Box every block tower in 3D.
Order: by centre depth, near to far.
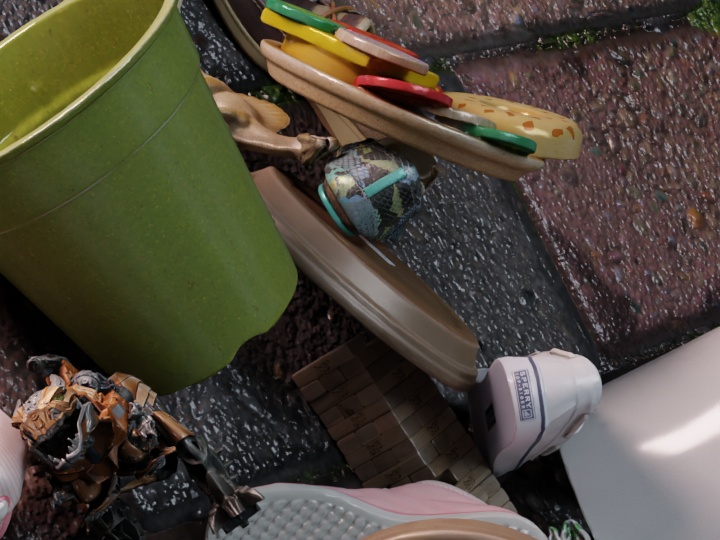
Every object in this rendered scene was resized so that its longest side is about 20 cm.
[{"bbox_3d":[0.042,0.129,1.717,0.200,0.054,0.058,56,36,-1],"label":"block tower"}]

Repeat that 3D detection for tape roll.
[{"bbox_3d":[0.232,0.148,1.784,0.203,0.139,0.203,57,13,-22],"label":"tape roll"}]

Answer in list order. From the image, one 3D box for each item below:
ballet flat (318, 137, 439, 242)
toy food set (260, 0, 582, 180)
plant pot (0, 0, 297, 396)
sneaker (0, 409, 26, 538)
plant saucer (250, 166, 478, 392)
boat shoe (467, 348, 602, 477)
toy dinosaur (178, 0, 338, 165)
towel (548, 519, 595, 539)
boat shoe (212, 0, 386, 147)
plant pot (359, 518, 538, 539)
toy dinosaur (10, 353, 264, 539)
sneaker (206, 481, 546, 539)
[{"bbox_3d":[0.019,-0.056,1.743,0.074,0.074,0.200,53,6,-5],"label":"ballet flat"},{"bbox_3d":[0.031,-0.109,1.714,0.200,0.049,0.198,27,8,25],"label":"toy food set"},{"bbox_3d":[-0.136,-0.036,1.558,0.190,0.200,0.200,56,35,-23],"label":"plant pot"},{"bbox_3d":[-0.232,0.120,1.403,0.105,0.075,0.200,43,35,-9],"label":"sneaker"},{"bbox_3d":[0.000,0.000,1.699,0.200,0.029,0.200,40,6,-5],"label":"plant saucer"},{"bbox_3d":[0.109,0.088,1.721,0.065,0.200,0.074,-9,87,-7],"label":"boat shoe"},{"bbox_3d":[-0.097,-0.103,1.726,0.101,0.058,0.200,-9,37,-37],"label":"toy dinosaur"},{"bbox_3d":[0.182,0.259,1.725,0.153,0.023,0.200,37,28,-63],"label":"towel"},{"bbox_3d":[-0.018,-0.151,1.838,0.200,0.072,0.072,49,38,-8],"label":"boat shoe"},{"bbox_3d":[0.051,0.223,1.523,0.201,0.201,0.093,50,13,-8],"label":"plant pot"},{"bbox_3d":[-0.123,0.097,1.502,0.136,0.102,0.200,53,29,10],"label":"toy dinosaur"},{"bbox_3d":[0.005,0.162,1.624,0.200,0.105,0.075,4,92,-10],"label":"sneaker"}]
